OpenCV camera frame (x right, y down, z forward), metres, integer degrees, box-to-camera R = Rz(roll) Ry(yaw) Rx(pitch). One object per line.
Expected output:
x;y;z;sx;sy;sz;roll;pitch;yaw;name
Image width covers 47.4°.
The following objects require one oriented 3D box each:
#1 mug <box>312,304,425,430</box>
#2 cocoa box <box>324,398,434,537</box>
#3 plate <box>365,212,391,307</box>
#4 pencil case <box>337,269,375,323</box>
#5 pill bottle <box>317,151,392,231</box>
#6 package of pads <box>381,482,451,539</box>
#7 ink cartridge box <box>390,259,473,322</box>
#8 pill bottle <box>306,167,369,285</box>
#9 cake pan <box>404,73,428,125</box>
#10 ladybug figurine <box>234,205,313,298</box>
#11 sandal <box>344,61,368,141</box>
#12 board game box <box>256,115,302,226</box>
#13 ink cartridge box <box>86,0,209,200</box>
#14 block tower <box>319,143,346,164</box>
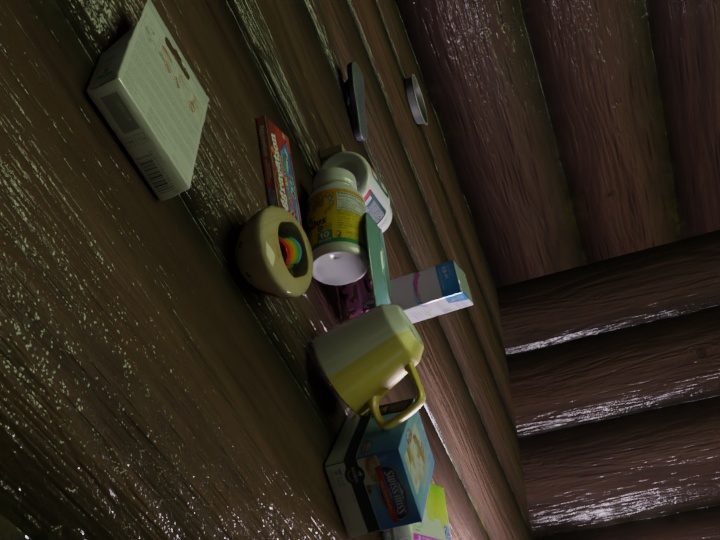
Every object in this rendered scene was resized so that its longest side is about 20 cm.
0.032;0.150;1.366;0.188;0.152;0.149;55;7;-1;mug
0.038;0.321;1.364;0.200;0.129;0.135;-54;127;-72;cocoa box
0.035;-0.007;1.493;0.200;0.025;0.204;-8;90;-84;plate
-0.011;0.010;1.580;0.082;0.086;0.203;18;56;-51;pencil case
-0.005;-0.147;1.685;0.200;0.118;0.121;46;32;-62;pill bottle
0.106;0.470;1.547;0.200;0.067;0.157;37;39;-53;package of pads
0.148;0.058;1.907;0.144;0.197;0.086;37;36;-67;ink cartridge box
-0.044;-0.085;1.491;0.113;0.111;0.202;56;24;-51;pill bottle
0.215;-0.656;3.170;0.200;0.036;0.203;-15;90;-75;cake pan
-0.126;-0.023;1.199;0.200;0.071;0.138;-2;77;-75;ladybug figurine
-0.019;-0.431;2.085;0.076;0.042;0.204;1;84;-68;sandal
-0.136;-0.153;1.397;0.103;0.019;0.203;34;44;-67;board game box
-0.248;-0.210;0.987;0.202;0.049;0.162;-94;163;-48;ink cartridge box
-0.027;-0.197;1.780;0.200;0.053;0.059;47;31;-60;block tower
